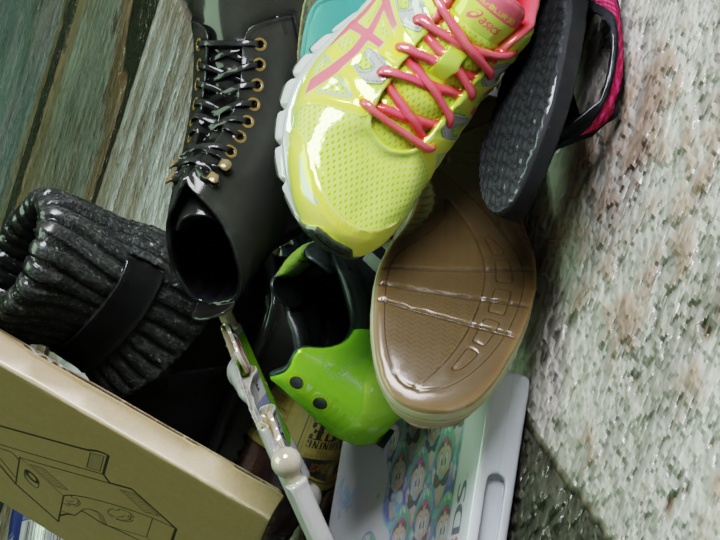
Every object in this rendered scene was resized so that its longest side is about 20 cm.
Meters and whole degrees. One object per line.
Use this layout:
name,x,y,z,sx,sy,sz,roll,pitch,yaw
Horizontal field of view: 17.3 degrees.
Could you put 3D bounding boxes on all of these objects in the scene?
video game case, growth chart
video game case,0.019,0.151,1.117,0.200,0.024,0.183,150,132,-67
growth chart,-0.028,0.106,1.105,0.200,0.018,0.145,-120,6,-66

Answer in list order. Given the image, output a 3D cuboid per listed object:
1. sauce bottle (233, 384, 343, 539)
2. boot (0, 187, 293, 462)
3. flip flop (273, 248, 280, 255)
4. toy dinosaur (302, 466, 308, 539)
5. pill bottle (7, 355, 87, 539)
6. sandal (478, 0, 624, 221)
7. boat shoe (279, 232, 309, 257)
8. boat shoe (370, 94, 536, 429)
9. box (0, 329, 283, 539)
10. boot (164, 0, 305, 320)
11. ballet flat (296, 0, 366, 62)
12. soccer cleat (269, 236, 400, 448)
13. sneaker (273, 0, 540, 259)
sauce bottle,-0.035,0.084,1.273,0.066,0.066,0.201,-111,37,-62
boot,-0.135,0.049,1.236,0.080,0.157,0.212,-104,34,-46
flip flop,-0.050,-0.049,1.434,0.081,0.058,0.201,20,80,41
toy dinosaur,-0.049,0.205,1.193,0.088,0.047,0.201,111,174,-53
pill bottle,-0.175,0.138,1.590,0.111,0.110,0.201,136,144,-60
sandal,0.095,-0.095,1.057,0.075,0.045,0.201,-52,14,41
boat shoe,-0.030,-0.031,1.296,0.075,0.092,0.201,-102,31,-55
boat shoe,0.042,0.004,1.086,0.201,0.072,0.065,-82,2,-45
box,-0.142,0.105,1.226,0.021,0.199,0.164,-59,-4,-31
boot,-0.062,-0.090,1.136,0.138,0.077,0.201,-52,-50,-51
ballet flat,0.007,-0.140,1.129,0.071,0.070,0.201,-153,59,-72
soccer cleat,0.000,0.000,1.159,0.067,0.081,0.201,-41,25,32
sneaker,0.030,-0.097,1.036,0.090,0.078,0.201,-16,44,59
